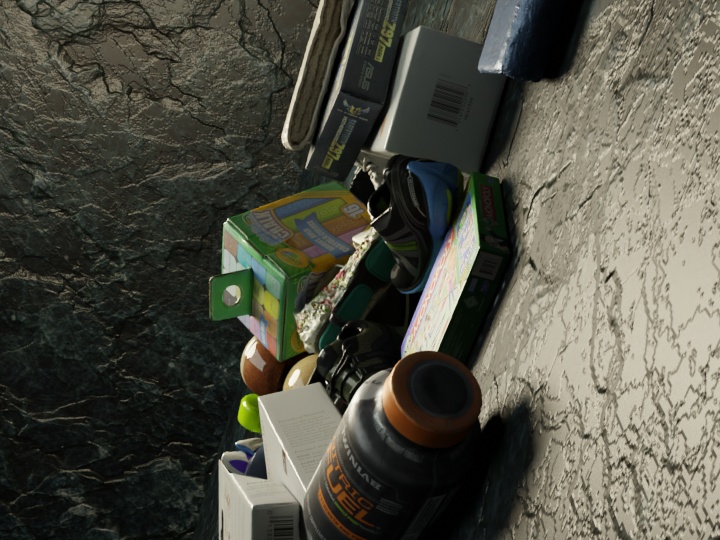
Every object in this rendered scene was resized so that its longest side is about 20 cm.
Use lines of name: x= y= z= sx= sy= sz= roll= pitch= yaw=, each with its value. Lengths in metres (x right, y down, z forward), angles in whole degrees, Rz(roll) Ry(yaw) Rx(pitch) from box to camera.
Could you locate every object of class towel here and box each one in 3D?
towel: x=-0.044 y=-0.224 z=1.403 sx=0.133 sy=0.034 sz=0.200 roll=-133 pitch=59 yaw=-84
towel: x=0.156 y=-0.254 z=1.089 sx=0.112 sy=0.048 sz=0.200 roll=-113 pitch=39 yaw=-78

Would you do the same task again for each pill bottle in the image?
pill bottle: x=0.029 y=0.145 z=1.010 sx=0.200 sy=0.106 sz=0.106 roll=114 pitch=168 yaw=-48

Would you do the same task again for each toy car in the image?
toy car: x=-0.033 y=0.139 z=1.512 sx=0.200 sy=0.158 sz=0.165 roll=37 pitch=118 yaw=51

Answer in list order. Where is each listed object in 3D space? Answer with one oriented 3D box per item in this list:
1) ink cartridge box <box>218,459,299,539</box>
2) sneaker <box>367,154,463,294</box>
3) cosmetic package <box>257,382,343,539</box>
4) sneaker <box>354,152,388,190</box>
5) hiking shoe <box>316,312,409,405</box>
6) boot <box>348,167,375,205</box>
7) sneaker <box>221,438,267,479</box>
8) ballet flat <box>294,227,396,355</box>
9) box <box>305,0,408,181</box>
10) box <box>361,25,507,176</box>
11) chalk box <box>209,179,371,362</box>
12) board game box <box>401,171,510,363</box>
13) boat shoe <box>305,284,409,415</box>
ink cartridge box: x=-0.099 y=0.276 z=1.241 sx=0.200 sy=0.057 sz=0.163 roll=-156 pitch=66 yaw=-79
sneaker: x=0.048 y=-0.047 z=1.234 sx=0.071 sy=0.083 sz=0.200 roll=-60 pitch=-14 yaw=-27
cosmetic package: x=-0.037 y=0.196 z=1.220 sx=0.200 sy=0.074 sz=0.102 roll=-134 pitch=35 yaw=-62
sneaker: x=0.018 y=-0.098 z=1.501 sx=0.075 sy=0.115 sz=0.200 roll=-165 pitch=91 yaw=-82
hiking shoe: x=0.003 y=0.116 z=1.258 sx=0.200 sy=0.101 sz=0.076 roll=-89 pitch=17 yaw=-60
boot: x=0.047 y=-0.183 z=1.620 sx=0.163 sy=0.073 sz=0.198 roll=-88 pitch=22 yaw=-50
sneaker: x=-0.090 y=0.247 z=1.489 sx=0.200 sy=0.146 sz=0.081 roll=-131 pitch=56 yaw=-81
ballet flat: x=0.000 y=0.000 z=1.364 sx=0.200 sy=0.076 sz=0.064 roll=-49 pitch=48 yaw=-2
box: x=0.002 y=-0.216 z=1.368 sx=0.158 sy=0.051 sz=0.200 roll=119 pitch=166 yaw=-60
box: x=0.072 y=-0.167 z=1.324 sx=0.200 sy=0.097 sz=0.125 roll=-140 pitch=66 yaw=-81
chalk box: x=-0.075 y=0.006 z=1.447 sx=0.124 sy=0.200 sz=0.125 roll=42 pitch=141 yaw=35
board game box: x=0.080 y=0.031 z=1.149 sx=0.135 sy=0.029 sz=0.200 roll=-90 pitch=17 yaw=-59
boat shoe: x=-0.006 y=0.086 z=1.404 sx=0.074 sy=0.063 sz=0.202 roll=13 pitch=78 yaw=51
